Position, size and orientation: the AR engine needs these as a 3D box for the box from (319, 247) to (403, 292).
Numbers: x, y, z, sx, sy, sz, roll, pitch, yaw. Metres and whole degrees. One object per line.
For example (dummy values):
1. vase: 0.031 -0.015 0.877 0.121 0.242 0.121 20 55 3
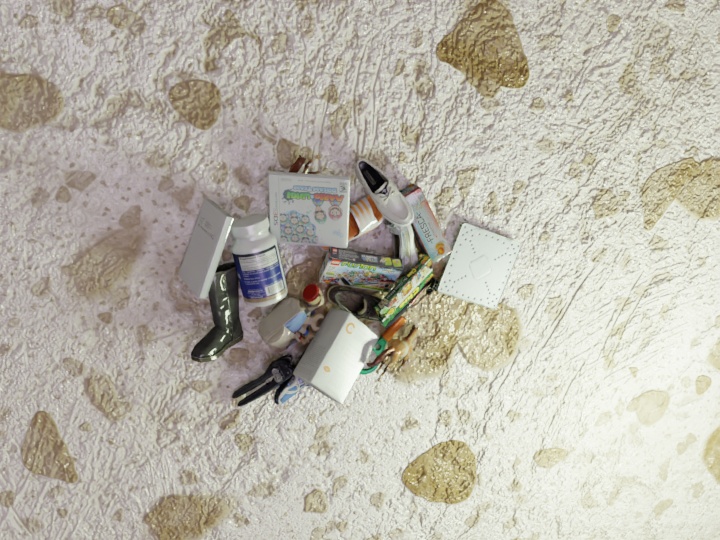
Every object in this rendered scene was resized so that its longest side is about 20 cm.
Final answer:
1. box: 0.000 0.000 1.558 0.196 0.035 0.111 8 142 -17

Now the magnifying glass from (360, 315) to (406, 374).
1. magnifying glass: 0.054 0.206 1.675 0.079 0.022 0.201 40 93 -22

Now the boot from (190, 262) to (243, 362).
1. boot: -0.353 0.100 1.471 0.071 0.182 0.204 15 118 23

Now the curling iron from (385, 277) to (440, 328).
1. curling iron: 0.138 0.088 1.648 0.199 0.050 0.026 -40 113 3

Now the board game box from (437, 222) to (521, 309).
1. board game box: 0.329 -0.012 1.677 0.196 0.026 0.204 16 102 -19

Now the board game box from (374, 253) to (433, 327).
1. board game box: 0.117 0.055 1.589 0.200 0.023 0.105 -46 155 -12

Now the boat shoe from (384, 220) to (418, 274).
1. boat shoe: 0.100 -0.084 1.570 0.064 0.075 0.205 -21 118 -11

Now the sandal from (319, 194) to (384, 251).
1. sandal: -0.019 -0.118 1.521 0.205 0.059 0.080 -37 85 -1

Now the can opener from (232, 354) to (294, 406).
1. can opener: -0.255 0.300 1.594 0.199 0.079 0.064 -39 86 10

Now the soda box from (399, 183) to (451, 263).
1. soda box: 0.163 -0.123 1.575 0.063 0.068 0.202 -30 111 -3

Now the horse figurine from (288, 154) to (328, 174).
1. horse figurine: -0.116 -0.194 1.486 0.132 0.050 0.201 -36 119 8

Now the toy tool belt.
1. toy tool belt: -0.161 0.128 1.557 0.199 0.125 0.123 -40 143 3

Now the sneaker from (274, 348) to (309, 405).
1. sneaker: -0.155 0.290 1.616 0.077 0.076 0.200 41 94 -18

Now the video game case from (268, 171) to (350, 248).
1. video game case: -0.125 -0.146 1.467 0.195 0.024 0.185 4 120 1

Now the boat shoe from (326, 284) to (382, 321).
1. boat shoe: 0.002 0.096 1.603 0.197 0.065 0.075 18 100 -20

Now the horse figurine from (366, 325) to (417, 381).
1. horse figurine: 0.093 0.223 1.612 0.199 0.050 0.134 -3 124 -60

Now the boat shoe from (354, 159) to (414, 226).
1. boat shoe: 0.058 -0.194 1.481 0.071 0.066 0.202 -36 83 1

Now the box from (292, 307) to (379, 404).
1. box: -0.062 0.219 1.564 0.124 0.097 0.202 41 72 -32

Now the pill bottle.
1. pill bottle: -0.250 -0.025 1.471 0.113 0.116 0.204 -13 109 -10

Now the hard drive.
1. hard drive: -0.367 -0.054 1.425 0.026 0.131 0.203 12 105 -43
